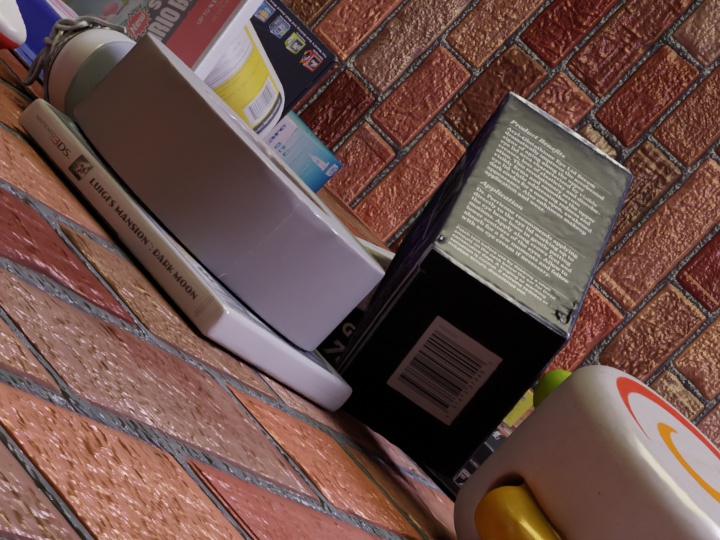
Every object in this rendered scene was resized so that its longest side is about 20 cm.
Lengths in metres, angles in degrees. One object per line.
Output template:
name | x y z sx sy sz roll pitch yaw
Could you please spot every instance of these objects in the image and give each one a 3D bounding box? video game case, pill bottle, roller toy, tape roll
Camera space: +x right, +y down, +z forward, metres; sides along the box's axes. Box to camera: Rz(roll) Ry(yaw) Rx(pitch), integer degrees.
video game case | -0.166 -0.228 1.721 0.199 0.143 0.017 29 -12 34
pill bottle | -0.148 -0.197 1.839 0.112 0.112 0.201 48 -11 49
video game case | -0.098 -0.006 1.262 0.182 0.023 0.200 46 4 25
roller toy | 0.149 0.162 1.247 0.182 0.140 0.200 43 14 -5
tape roll | -0.076 -0.046 1.270 0.200 0.066 0.200 45 2 -2

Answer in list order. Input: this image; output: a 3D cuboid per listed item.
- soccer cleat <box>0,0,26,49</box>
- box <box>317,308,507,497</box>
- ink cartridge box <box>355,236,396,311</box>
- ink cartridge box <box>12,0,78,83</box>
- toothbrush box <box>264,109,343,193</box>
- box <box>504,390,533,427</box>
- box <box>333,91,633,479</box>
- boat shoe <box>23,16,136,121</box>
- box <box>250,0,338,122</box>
soccer cleat | -0.248 -0.207 1.333 0.200 0.085 0.069 48 4 42
box | 0.061 0.113 1.571 0.198 0.050 0.200 45 4 9
ink cartridge box | 0.000 0.000 1.580 0.173 0.044 0.200 26 2 -28
ink cartridge box | -0.199 -0.145 1.581 0.196 0.043 0.200 47 2 17
toothbrush box | -0.120 -0.155 2.278 0.147 0.085 0.200 47 3 21
box | 0.123 0.096 2.510 0.075 0.050 0.200 43 4 -40
box | 0.078 0.007 1.388 0.104 0.148 0.200 33 36 -3
boat shoe | -0.174 -0.128 1.387 0.068 0.074 0.199 37 6 8
box | -0.146 -0.220 2.110 0.200 0.161 0.049 45 4 -17
